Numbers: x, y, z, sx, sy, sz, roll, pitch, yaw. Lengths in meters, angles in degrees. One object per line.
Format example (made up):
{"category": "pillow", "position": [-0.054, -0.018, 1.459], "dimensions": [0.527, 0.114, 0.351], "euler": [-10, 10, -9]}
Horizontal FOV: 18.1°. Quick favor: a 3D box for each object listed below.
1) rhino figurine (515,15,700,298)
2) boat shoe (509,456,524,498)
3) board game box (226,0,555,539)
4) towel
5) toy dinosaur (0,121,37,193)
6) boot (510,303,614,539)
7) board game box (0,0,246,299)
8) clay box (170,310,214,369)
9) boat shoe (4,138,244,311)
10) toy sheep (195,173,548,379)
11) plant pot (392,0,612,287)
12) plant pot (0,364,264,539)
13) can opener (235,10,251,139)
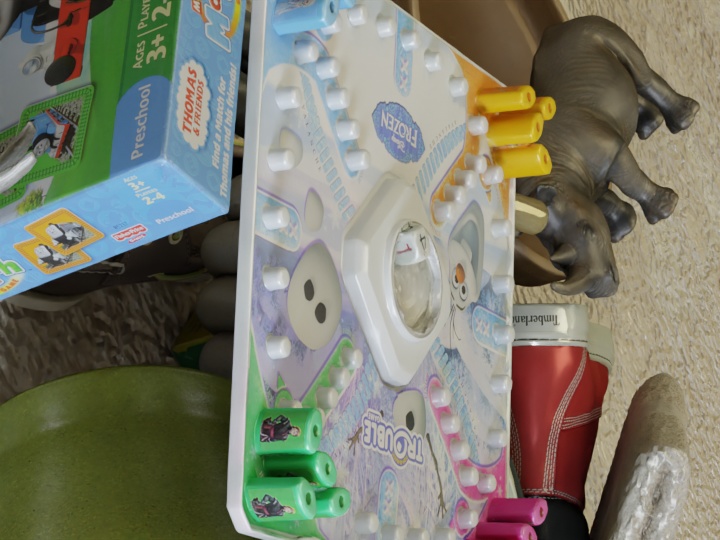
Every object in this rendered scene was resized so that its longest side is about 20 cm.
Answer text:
{"category": "rhino figurine", "position": [0.110, -0.053, 1.111], "dimensions": [0.087, 0.060, 0.201], "euler": [38, 40, -16]}
{"category": "boat shoe", "position": [0.049, 0.143, 1.043], "dimensions": [0.066, 0.074, 0.200], "euler": [-90, 168, -59]}
{"category": "board game box", "position": [0.019, 0.003, 0.789], "dimensions": [0.200, 0.026, 0.202], "euler": [27, 62, -59]}
{"category": "towel", "position": [0.122, 0.159, 1.087], "dimensions": [0.133, 0.034, 0.201], "euler": [-66, 172, -77]}
{"category": "toy dinosaur", "position": [-0.204, -0.012, 0.681], "dimensions": [0.105, 0.200, 0.182], "euler": [48, 15, -22]}
{"category": "boot", "position": [0.093, 0.096, 1.157], "dimensions": [0.200, 0.072, 0.145], "euler": [29, 61, -79]}
{"category": "board game box", "position": [-0.126, -0.057, 0.756], "dimensions": [0.037, 0.199, 0.152], "euler": [39, 42, -41]}
{"category": "clay box", "position": [-0.009, 0.023, 1.065], "dimensions": [0.115, 0.047, 0.200], "euler": [59, 32, -20]}
{"category": "boat shoe", "position": [-0.093, -0.026, 0.938], "dimensions": [0.200, 0.059, 0.072], "euler": [-1, 75, -60]}
{"category": "toy sheep", "position": [0.000, 0.000, 0.916], "dimensions": [0.138, 0.137, 0.201], "euler": [26, 72, -52]}
{"category": "plant pot", "position": [0.045, -0.080, 1.173], "dimensions": [0.201, 0.092, 0.202], "euler": [37, 43, -44]}
{"category": "plant pot", "position": [-0.071, 0.144, 0.766], "dimensions": [0.200, 0.200, 0.194], "euler": [39, 31, -44]}
{"category": "can opener", "position": [-0.036, -0.072, 1.028], "dimensions": [0.199, 0.067, 0.054], "euler": [29, 71, -14]}
